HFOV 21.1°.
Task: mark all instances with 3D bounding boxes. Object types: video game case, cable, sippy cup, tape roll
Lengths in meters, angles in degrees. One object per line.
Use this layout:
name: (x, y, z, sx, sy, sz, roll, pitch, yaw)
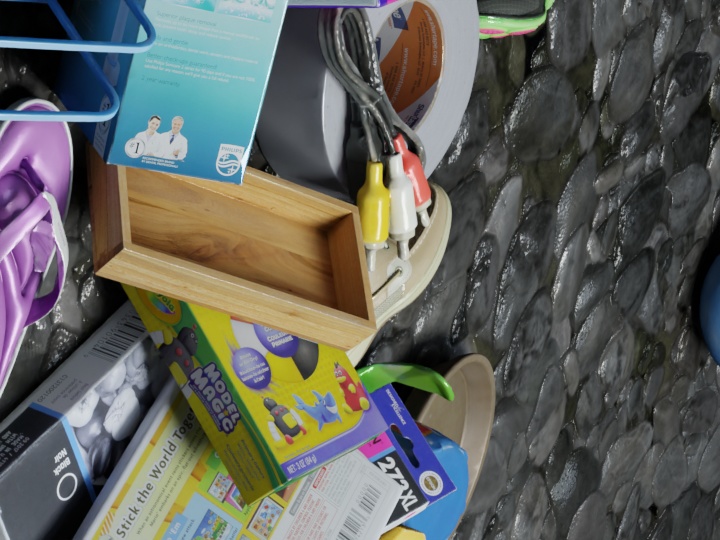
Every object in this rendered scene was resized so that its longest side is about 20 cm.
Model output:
video game case: (-0.083, 0.173, 1.262, 0.182, 0.023, 0.200, 39, 60, -17)
cable: (0.018, -0.103, 1.322, 0.097, 0.050, 0.200, -42, 138, -41)
sippy cup: (0.007, 0.159, 1.478, 0.140, 0.130, 0.178, 7, 99, -58)
tape roll: (0.006, -0.149, 1.393, 0.200, 0.066, 0.201, -31, 130, -47)

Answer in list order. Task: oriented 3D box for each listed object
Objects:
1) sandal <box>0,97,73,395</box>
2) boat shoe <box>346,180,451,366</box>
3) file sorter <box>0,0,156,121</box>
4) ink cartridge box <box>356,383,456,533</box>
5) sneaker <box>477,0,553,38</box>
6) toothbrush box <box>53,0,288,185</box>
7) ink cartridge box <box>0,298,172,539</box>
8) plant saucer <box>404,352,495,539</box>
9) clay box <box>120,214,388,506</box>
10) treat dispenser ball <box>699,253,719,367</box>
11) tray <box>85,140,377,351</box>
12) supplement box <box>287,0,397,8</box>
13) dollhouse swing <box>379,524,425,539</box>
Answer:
sandal: (-0.202, 0.000, 1.151, 0.082, 0.050, 0.203, 11, 94, -59)
boat shoe: (0.000, 0.000, 1.452, 0.200, 0.072, 0.065, -52, 144, -21)
file sorter: (-0.154, -0.186, 0.970, 0.139, 0.123, 0.200, -3, 137, -44)
ink cartridge box: (-0.022, 0.150, 1.352, 0.200, 0.095, 0.037, -25, 167, -37)
sneaker: (0.127, -0.244, 1.547, 0.200, 0.077, 0.084, -44, 121, -43)
toothbrush box: (-0.101, -0.169, 1.100, 0.085, 0.146, 0.200, 7, 107, -23)
ink cartridge box: (-0.169, 0.148, 1.281, 0.198, 0.043, 0.200, -48, 141, -37)
plant saucer: (0.060, 0.162, 1.636, 0.200, 0.029, 0.200, -46, 146, -44)
clay box: (-0.075, 0.042, 1.262, 0.115, 0.048, 0.200, -23, 81, -52)
treat dispenser ball: (0.464, 0.043, 2.069, 0.201, 0.201, 0.201, -31, 129, -48)
tray: (-0.081, -0.020, 1.235, 0.200, 0.037, 0.099, 18, 49, -36)
supplement box: (0.024, -0.238, 1.239, 0.200, 0.103, 0.101, -30, 119, -49)
dollhouse swing: (-0.060, 0.276, 1.411, 0.176, 0.181, 0.200, -58, 147, -45)
